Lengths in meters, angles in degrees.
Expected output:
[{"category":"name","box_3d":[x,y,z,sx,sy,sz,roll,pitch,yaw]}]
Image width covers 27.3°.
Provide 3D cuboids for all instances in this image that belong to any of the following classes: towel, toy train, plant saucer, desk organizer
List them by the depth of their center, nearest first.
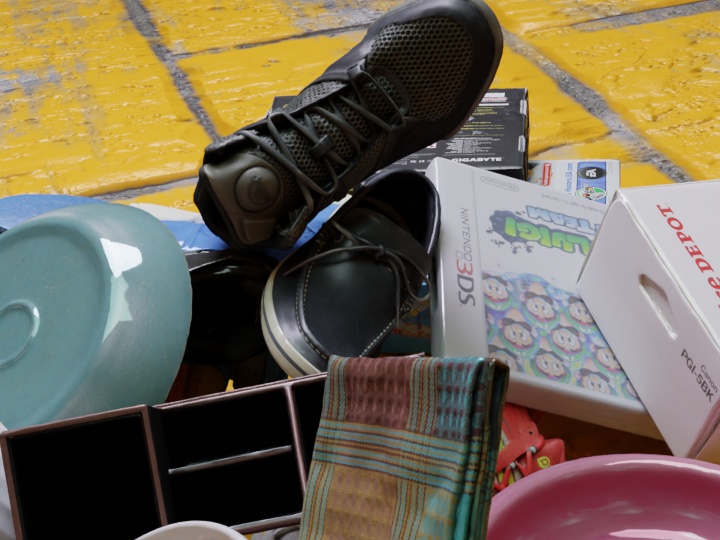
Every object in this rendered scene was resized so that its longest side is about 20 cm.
[{"category":"towel","box_3d":[0.002,0.132,0.579,0.022,0.200,0.147,12,-8,-25]},{"category":"desk organizer","box_3d":[-0.059,0.090,0.692,0.200,0.072,0.077,-11,-7,-1]},{"category":"plant saucer","box_3d":[0.141,0.165,0.698,0.200,0.051,0.201,-2,31,1]},{"category":"plant saucer","box_3d":[-0.184,0.042,0.818,0.200,0.036,0.200,-17,55,26]},{"category":"toy train","box_3d":[-0.104,0.093,0.866,0.116,0.085,0.200,11,31,-5]}]

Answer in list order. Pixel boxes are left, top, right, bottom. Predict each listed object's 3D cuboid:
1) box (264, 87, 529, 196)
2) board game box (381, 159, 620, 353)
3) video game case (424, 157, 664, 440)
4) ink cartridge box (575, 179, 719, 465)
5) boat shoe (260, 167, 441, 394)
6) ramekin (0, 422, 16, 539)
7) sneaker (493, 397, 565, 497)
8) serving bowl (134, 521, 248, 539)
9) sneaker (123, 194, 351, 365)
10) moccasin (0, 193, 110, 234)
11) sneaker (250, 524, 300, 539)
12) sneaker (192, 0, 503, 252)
[{"category":"box","box_3d":[0.022,-0.082,1.077,0.200,0.049,0.160,-1,25,7]},{"category":"board game box","box_3d":[0.086,-0.014,1.049,0.196,0.056,0.200,0,28,10]},{"category":"video game case","box_3d":[0.136,0.019,0.890,0.200,0.024,0.182,15,41,-13]},{"category":"ink cartridge box","box_3d":[0.246,0.022,0.847,0.200,0.083,0.147,-6,49,-23]},{"category":"boat shoe","box_3d":[0.000,0.000,0.817,0.075,0.062,0.200,41,32,-6]},{"category":"ramekin","box_3d":[-0.255,0.126,0.713,0.200,0.098,0.201,-16,51,20]},{"category":"sneaker","box_3d":[0.069,0.106,0.809,0.085,0.077,0.200,10,32,8]},{"category":"serving bowl","box_3d":[-0.080,0.202,0.584,0.200,0.066,0.200,-36,34,29]},{"category":"sneaker","box_3d":[-0.051,0.008,0.885,0.200,0.077,0.111,1,32,-28]},{"category":"moccasin","box_3d":[-0.154,0.005,0.990,0.200,0.068,0.080,15,33,-9]},{"category":"sneaker","box_3d":[-0.029,0.123,0.768,0.076,0.092,0.200,3,30,13]},{"category":"sneaker","box_3d":[-0.012,-0.070,0.786,0.199,0.076,0.114,-30,12,29]}]
